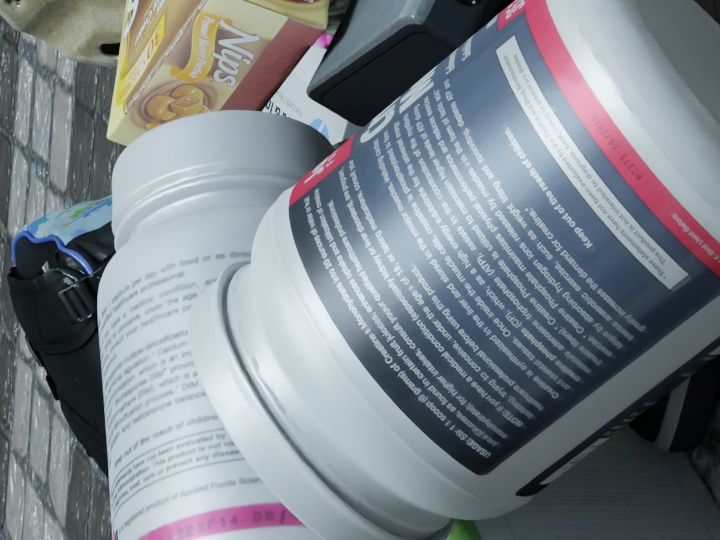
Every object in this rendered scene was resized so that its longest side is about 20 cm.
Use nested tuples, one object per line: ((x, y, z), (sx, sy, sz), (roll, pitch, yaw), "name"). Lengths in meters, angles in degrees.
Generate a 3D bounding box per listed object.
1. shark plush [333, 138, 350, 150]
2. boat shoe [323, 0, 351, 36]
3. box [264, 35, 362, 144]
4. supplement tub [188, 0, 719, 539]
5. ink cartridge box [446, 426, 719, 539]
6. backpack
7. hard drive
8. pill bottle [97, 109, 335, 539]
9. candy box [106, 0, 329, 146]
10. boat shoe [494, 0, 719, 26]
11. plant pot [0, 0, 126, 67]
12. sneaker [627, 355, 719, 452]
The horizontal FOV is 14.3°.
((0.000, 0.000, 1.381), (0.200, 0.083, 0.091), (124, 143, -60), "shark plush")
((-0.019, -0.139, 1.312), (0.202, 0.075, 0.086), (46, 122, 57), "boat shoe")
((-0.007, -0.151, 1.408), (0.156, 0.041, 0.200), (45, 124, 55), "box")
((0.052, -0.003, 0.997), (0.200, 0.140, 0.140), (-39, 40, 19), "supplement tub")
((0.069, 0.084, 1.121), (0.200, 0.104, 0.059), (-115, 32, -55), "ink cartridge box")
((-0.096, 0.037, 1.539), (0.200, 0.147, 0.183), (12, 124, 69), "backpack")
((0.053, -0.162, 1.147), (0.200, 0.033, 0.140), (-63, 11, -16), "hard drive")
((-0.046, 0.045, 1.134), (0.113, 0.113, 0.200), (120, 149, -56), "pill bottle")
((-0.055, -0.156, 1.235), (0.115, 0.055, 0.200), (-49, 29, 48), "candy box")
((0.087, -0.099, 1.150), (0.200, 0.073, 0.065), (-3, 81, 63), "boat shoe")
((-0.122, -0.217, 1.529), (0.201, 0.200, 0.184), (113, 167, -50), "plant pot")
((0.079, 0.006, 1.130), (0.200, 0.083, 0.072), (-116, 32, -56), "sneaker")
